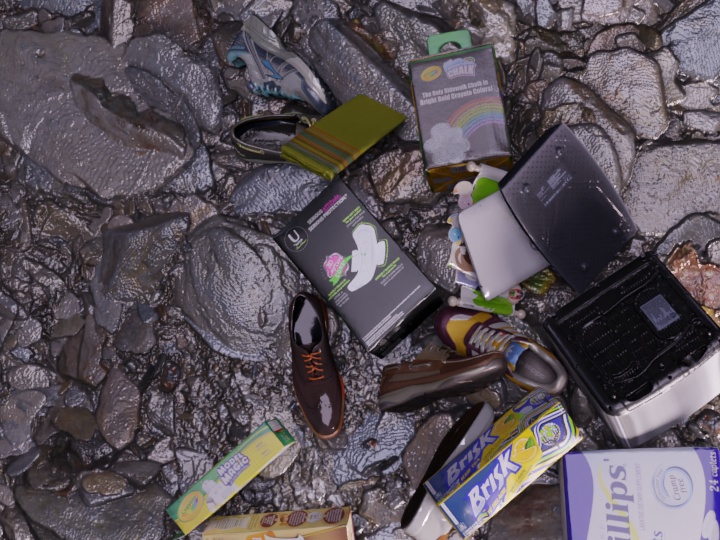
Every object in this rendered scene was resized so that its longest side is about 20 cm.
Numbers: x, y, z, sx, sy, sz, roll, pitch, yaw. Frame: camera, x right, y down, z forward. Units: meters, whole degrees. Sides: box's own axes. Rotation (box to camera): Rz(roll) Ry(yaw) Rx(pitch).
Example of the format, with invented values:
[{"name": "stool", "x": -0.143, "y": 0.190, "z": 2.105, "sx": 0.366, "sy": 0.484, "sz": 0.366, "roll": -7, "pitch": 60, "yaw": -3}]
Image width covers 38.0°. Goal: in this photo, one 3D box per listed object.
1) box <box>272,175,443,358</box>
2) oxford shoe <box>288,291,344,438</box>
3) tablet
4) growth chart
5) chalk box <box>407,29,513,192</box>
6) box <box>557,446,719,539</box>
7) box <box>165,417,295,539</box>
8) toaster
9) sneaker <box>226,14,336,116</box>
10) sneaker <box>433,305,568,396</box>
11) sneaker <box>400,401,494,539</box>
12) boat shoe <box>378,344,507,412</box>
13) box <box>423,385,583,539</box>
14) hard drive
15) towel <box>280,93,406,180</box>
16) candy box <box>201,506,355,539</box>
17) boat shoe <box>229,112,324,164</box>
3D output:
[{"name": "box", "x": 0.000, "y": 0.000, "z": 1.406, "sx": 0.124, "sy": 0.149, "sz": 0.201, "roll": -41, "pitch": 78, "yaw": 1}, {"name": "oxford shoe", "x": -0.068, "y": 0.130, "z": 1.432, "sx": 0.070, "sy": 0.073, "sz": 0.204, "roll": -14, "pitch": 79, "yaw": 4}, {"name": "tablet", "x": 0.228, "y": -0.060, "z": 1.395, "sx": 0.197, "sy": 0.014, "sz": 0.132, "roll": -28, "pitch": 111, "yaw": -15}, {"name": "growth chart", "x": 0.176, "y": -0.038, "z": 1.394, "sx": 0.142, "sy": 0.018, "sz": 0.204, "roll": 5, "pitch": 100, "yaw": -25}, {"name": "chalk box", "x": 0.136, "y": -0.228, "z": 1.440, "sx": 0.122, "sy": 0.124, "sz": 0.204, "roll": -9, "pitch": 78, "yaw": 7}, {"name": "box", "x": 0.356, "y": 0.322, "z": 1.326, "sx": 0.195, "sy": 0.105, "sz": 0.188, "roll": -4, "pitch": 80, "yaw": 7}, {"name": "box", "x": -0.181, "y": 0.282, "z": 1.400, "sx": 0.200, "sy": 0.117, "sz": 0.048, "roll": -43, "pitch": 83, "yaw": -1}, {"name": "toaster", "x": 0.360, "y": 0.104, "z": 1.329, "sx": 0.179, "sy": 0.119, "sz": 0.201, "roll": -34, "pitch": 48, "yaw": 2}, {"name": "sneaker", "x": -0.115, "y": -0.277, "z": 1.513, "sx": 0.087, "sy": 0.078, "sz": 0.200, "roll": -47, "pitch": 67, "yaw": 4}, {"name": "sneaker", "x": 0.188, "y": 0.101, "z": 1.393, "sx": 0.197, "sy": 0.090, "sz": 0.076, "roll": 26, "pitch": 85, "yaw": 11}, {"name": "sneaker", "x": 0.136, "y": 0.275, "z": 1.392, "sx": 0.084, "sy": 0.073, "sz": 0.202, "roll": 32, "pitch": 87, "yaw": -9}, {"name": "boat shoe", "x": 0.101, "y": 0.132, "z": 1.381, "sx": 0.197, "sy": 0.075, "sz": 0.073, "roll": -20, "pitch": 66, "yaw": 31}, {"name": "box", "x": 0.178, "y": 0.241, "z": 1.318, "sx": 0.199, "sy": 0.070, "sz": 0.065, "roll": -40, "pitch": 107, "yaw": -3}, {"name": "hard drive", "x": 0.270, "y": -0.082, "z": 1.377, "sx": 0.135, "sy": 0.042, "sz": 0.200, "roll": -46, "pitch": 116, "yaw": -7}, {"name": "towel", "x": -0.021, "y": -0.185, "z": 1.437, "sx": 0.085, "sy": 0.018, "sz": 0.200, "roll": 30, "pitch": 43, "yaw": 18}, {"name": "candy box", "x": -0.103, "y": 0.385, "z": 1.385, "sx": 0.195, "sy": 0.055, "sz": 0.118, "roll": -6, "pitch": 104, "yaw": 8}, {"name": "boat shoe", "x": -0.089, "y": -0.189, "z": 1.494, "sx": 0.197, "sy": 0.060, "sz": 0.074, "roll": -1, "pitch": 78, "yaw": 7}]
